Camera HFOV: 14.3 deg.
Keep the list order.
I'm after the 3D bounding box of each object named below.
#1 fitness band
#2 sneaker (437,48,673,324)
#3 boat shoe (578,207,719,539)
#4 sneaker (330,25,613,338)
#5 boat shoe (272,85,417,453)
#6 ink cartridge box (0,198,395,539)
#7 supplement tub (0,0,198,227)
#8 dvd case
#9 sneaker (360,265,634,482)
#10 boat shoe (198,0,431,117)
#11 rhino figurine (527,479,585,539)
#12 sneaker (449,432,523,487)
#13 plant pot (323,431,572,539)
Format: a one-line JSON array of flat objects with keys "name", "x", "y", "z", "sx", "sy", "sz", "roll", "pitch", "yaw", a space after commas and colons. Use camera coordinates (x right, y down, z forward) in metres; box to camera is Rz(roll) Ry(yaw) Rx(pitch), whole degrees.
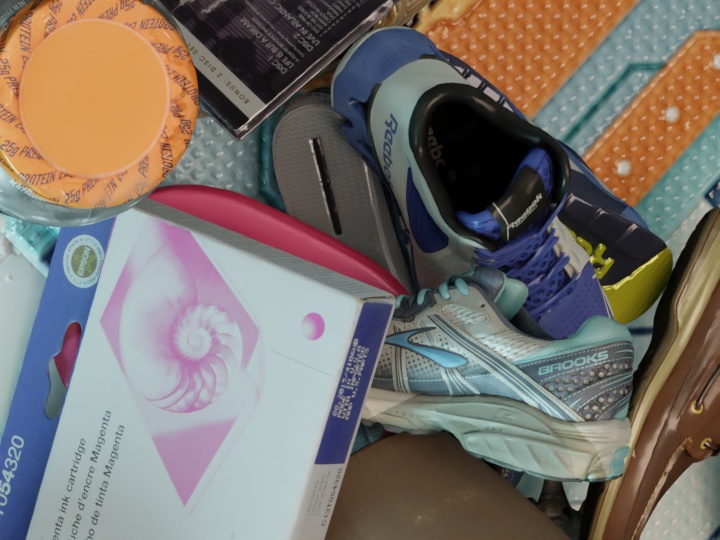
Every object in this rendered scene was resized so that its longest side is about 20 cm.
[{"name": "fitness band", "x": -0.059, "y": 0.041, "z": 1.444, "sx": 0.200, "sy": 0.037, "sz": 0.144, "roll": 26, "pitch": 99, "yaw": 0}, {"name": "sneaker", "x": 0.074, "y": -0.048, "z": 1.505, "sx": 0.074, "sy": 0.082, "sz": 0.200, "roll": -45, "pitch": 115, "yaw": 9}, {"name": "boat shoe", "x": 0.172, "y": 0.069, "z": 1.498, "sx": 0.068, "sy": 0.072, "sz": 0.200, "roll": 24, "pitch": 84, "yaw": 0}, {"name": "sneaker", "x": 0.064, "y": -0.021, "z": 1.400, "sx": 0.081, "sy": 0.115, "sz": 0.199, "roll": -37, "pitch": 116, "yaw": -7}, {"name": "boat shoe", "x": 0.000, "y": 0.000, "z": 1.486, "sx": 0.072, "sy": 0.062, "sz": 0.200, "roll": -3, "pitch": 107, "yaw": 15}, {"name": "ink cartridge box", "x": -0.097, "y": 0.073, "z": 1.374, "sx": 0.043, "sy": 0.200, "sz": 0.197, "roll": 1, "pitch": 107, "yaw": -59}, {"name": "supplement tub", "x": -0.151, "y": -0.085, "z": 1.335, "sx": 0.122, "sy": 0.200, "sz": 0.123, "roll": -3, "pitch": 98, "yaw": -22}, {"name": "dvd case", "x": -0.038, "y": -0.177, "z": 1.430, "sx": 0.200, "sy": 0.016, "sz": 0.149, "roll": -42, "pitch": 73, "yaw": -14}, {"name": "sneaker", "x": 0.042, "y": 0.036, "z": 1.368, "sx": 0.078, "sy": 0.200, "sz": 0.086, "roll": 2, "pitch": 101, "yaw": -67}, {"name": "boat shoe", "x": -0.013, "y": -0.136, "z": 1.461, "sx": 0.200, "sy": 0.069, "sz": 0.074, "roll": -35, "pitch": 109, "yaw": -16}, {"name": "rhino figurine", "x": 0.109, "y": 0.196, "z": 1.552, "sx": 0.060, "sy": 0.087, "sz": 0.200, "roll": -3, "pitch": 99, "yaw": 15}, {"name": "sneaker", "x": 0.044, "y": 0.133, "z": 1.503, "sx": 0.075, "sy": 0.078, "sz": 0.200, "roll": 9, "pitch": 86, "yaw": 15}, {"name": "plant pot", "x": 0.041, "y": 0.175, "z": 1.388, "sx": 0.200, "sy": 0.200, "sz": 0.175, "roll": -28, "pitch": 67, "yaw": -18}]
